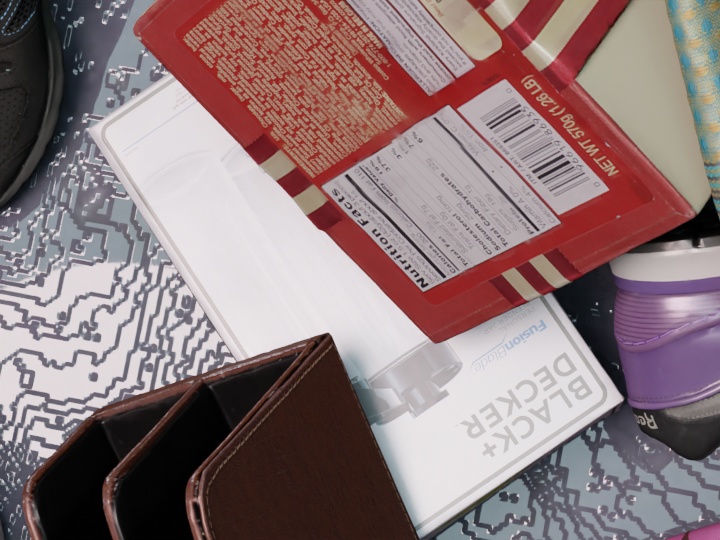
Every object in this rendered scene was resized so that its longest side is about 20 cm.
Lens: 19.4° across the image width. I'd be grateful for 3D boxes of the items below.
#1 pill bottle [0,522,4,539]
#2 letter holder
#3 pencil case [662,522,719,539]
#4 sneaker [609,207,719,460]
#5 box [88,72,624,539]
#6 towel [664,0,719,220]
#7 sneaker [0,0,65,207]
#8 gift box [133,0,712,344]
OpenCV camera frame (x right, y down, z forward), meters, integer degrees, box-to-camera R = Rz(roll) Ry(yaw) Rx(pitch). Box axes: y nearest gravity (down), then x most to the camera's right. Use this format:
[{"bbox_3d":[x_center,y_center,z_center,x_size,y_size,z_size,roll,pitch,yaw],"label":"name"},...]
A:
[{"bbox_3d":[-0.201,0.103,0.741,0.110,0.200,0.111,-1,83,5],"label":"pill bottle"},{"bbox_3d":[-0.034,0.147,0.713,0.100,0.142,0.201,-19,102,22],"label":"letter holder"},{"bbox_3d":[0.181,0.123,0.735,0.199,0.091,0.094,-19,60,27],"label":"pencil case"},{"bbox_3d":[0.187,0.018,0.714,0.199,0.076,0.088,-6,100,10],"label":"sneaker"},{"bbox_3d":[0.000,0.000,0.808,0.116,0.060,0.200,-33,83,1],"label":"box"},{"bbox_3d":[0.136,-0.105,0.635,0.146,0.022,0.201,-24,106,-37],"label":"towel"},{"bbox_3d":[-0.155,-0.113,0.798,0.073,0.082,0.201,17,110,20],"label":"sneaker"},{"bbox_3d":[0.071,-0.107,0.703,0.185,0.200,0.187,48,57,-14],"label":"gift box"}]
